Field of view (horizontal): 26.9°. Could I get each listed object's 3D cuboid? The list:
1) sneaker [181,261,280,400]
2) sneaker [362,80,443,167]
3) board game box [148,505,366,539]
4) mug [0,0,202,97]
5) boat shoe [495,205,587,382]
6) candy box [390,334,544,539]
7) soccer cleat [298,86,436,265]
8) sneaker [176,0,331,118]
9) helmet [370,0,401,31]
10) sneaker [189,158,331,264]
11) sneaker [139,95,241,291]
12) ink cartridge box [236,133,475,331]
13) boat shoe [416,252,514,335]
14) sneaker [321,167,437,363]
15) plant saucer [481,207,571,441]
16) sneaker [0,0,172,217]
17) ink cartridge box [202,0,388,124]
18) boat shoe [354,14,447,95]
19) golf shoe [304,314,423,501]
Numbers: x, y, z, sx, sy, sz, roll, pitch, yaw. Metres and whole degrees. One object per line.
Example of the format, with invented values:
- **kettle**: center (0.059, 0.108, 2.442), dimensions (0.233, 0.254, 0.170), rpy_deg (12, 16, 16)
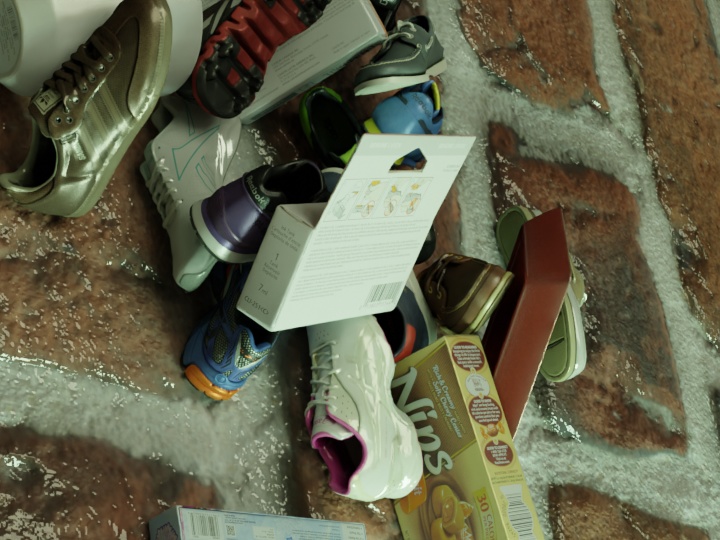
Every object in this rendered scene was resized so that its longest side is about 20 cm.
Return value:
- **sneaker**: center (-0.086, 0.019, 1.284), dimensions (0.075, 0.078, 0.201), rpy_deg (35, 44, -27)
- **sneaker**: center (0.057, -0.150, 1.500), dimensions (0.066, 0.078, 0.200), rpy_deg (51, 10, 0)
- **board game box**: center (-0.064, 0.289, 1.162), dimensions (0.199, 0.041, 0.201), rpy_deg (15, 55, -42)
- **mug**: center (-0.245, -0.218, 1.240), dimensions (0.153, 0.150, 0.187), rpy_deg (-17, 52, -42)
- **boat shoe**: center (0.207, 0.023, 1.602), dimensions (0.068, 0.075, 0.201), rpy_deg (7, 60, -38)
- **candy box**: center (0.079, 0.171, 1.334), dimensions (0.055, 0.115, 0.201), rpy_deg (4, 63, -47)
- **soccer cleat**: center (0.003, -0.089, 1.447), dimensions (0.201, 0.067, 0.081), rpy_deg (55, 1, 2)
- **sneaker**: center (-0.098, -0.218, 1.322), dimensions (0.201, 0.098, 0.071), rpy_deg (-55, 127, -21)
- **helmet**: center (-0.028, -0.330, 1.489), dimensions (0.190, 0.201, 0.200), rpy_deg (29, 42, 1)
- **sneaker**: center (-0.050, -0.051, 1.253), dimensions (0.076, 0.087, 0.200), rpy_deg (59, 26, 9)
- **sneaker**: center (-0.153, -0.068, 1.288), dimensions (0.080, 0.070, 0.201), rpy_deg (22, 45, -25)
- **ink cartridge box**: center (0.000, -0.043, 1.235), dimensions (0.045, 0.177, 0.200), rpy_deg (33, 19, 24)
- **boat shoe**: center (0.090, 0.021, 1.413), dimensions (0.067, 0.200, 0.072), rpy_deg (37, 81, -4)
- **sneaker**: center (0.000, 0.000, 1.392), dimensions (0.084, 0.075, 0.201), rpy_deg (-26, 86, -56)
- **plant saucer**: center (0.144, 0.055, 1.404), dimensions (0.036, 0.201, 0.200), rpy_deg (17, 21, -1)
- **sneaker**: center (-0.211, -0.128, 1.160), dimensions (0.075, 0.201, 0.070), rpy_deg (7, 27, -44)
- **ink cartridge box**: center (-0.091, -0.261, 1.397), dimensions (0.201, 0.162, 0.050), rpy_deg (62, 13, 5)
- **boat shoe**: center (0.035, -0.209, 1.448), dimensions (0.200, 0.072, 0.062), rpy_deg (-39, 120, -68)
- **golf shoe**: center (-0.013, 0.106, 1.314), dimensions (0.091, 0.075, 0.201), rpy_deg (-8, 71, -46)
